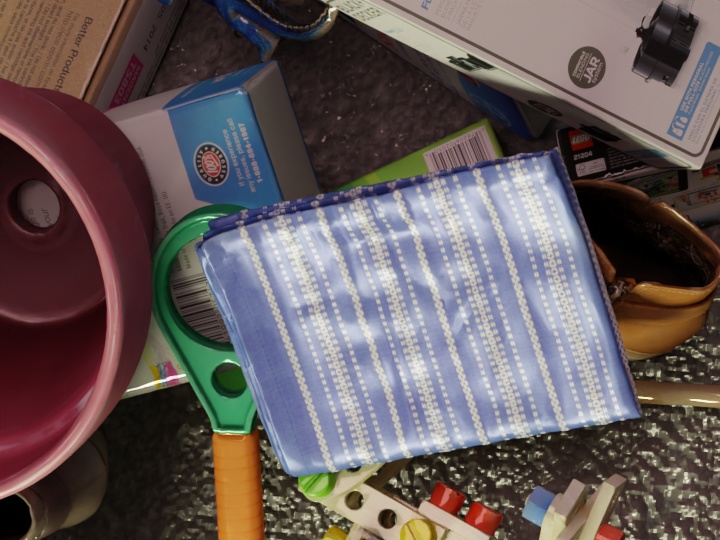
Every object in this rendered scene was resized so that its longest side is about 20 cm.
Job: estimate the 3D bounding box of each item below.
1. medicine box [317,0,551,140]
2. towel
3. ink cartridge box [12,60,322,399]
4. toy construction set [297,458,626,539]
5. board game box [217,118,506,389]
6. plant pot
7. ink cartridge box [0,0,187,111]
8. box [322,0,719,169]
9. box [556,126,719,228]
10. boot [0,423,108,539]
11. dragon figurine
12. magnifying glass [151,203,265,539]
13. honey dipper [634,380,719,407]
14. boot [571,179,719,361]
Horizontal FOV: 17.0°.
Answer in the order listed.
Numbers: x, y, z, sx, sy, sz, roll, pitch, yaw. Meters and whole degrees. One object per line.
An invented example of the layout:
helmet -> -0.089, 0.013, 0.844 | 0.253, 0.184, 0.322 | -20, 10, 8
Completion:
medicine box -> 0.030, -0.189, 1.311 | 0.199, 0.182, 0.103 | 35, 84, 23
towel -> 0.026, 0.025, 1.185 | 0.199, 0.024, 0.146 | -12, 108, 25
ink cartridge box -> -0.122, -0.014, 1.296 | 0.198, 0.085, 0.146 | -15, 103, 15
toy construction set -> 0.049, 0.120, 1.257 | 0.199, 0.092, 0.132 | 27, 89, 31
board game box -> 0.000, 0.000, 1.344 | 0.199, 0.030, 0.096 | -24, 68, 6
plant pot -> -0.184, -0.008, 1.171 | 0.198, 0.179, 0.202 | 3, 106, 11
ink cartridge box -> -0.206, -0.136, 1.422 | 0.164, 0.075, 0.201 | 20, 79, 20
box -> 0.093, -0.141, 1.165 | 0.199, 0.060, 0.117 | 27, 87, -12
box -> 0.210, -0.065, 1.259 | 0.198, 0.110, 0.035 | -14, 69, 11
boot -> -0.222, 0.110, 1.233 | 0.198, 0.146, 0.071 | -11, 101, 14
dragon figurine -> -0.080, -0.163, 1.302 | 0.059, 0.099, 0.200 | -56, 26, 8
magnifying glass -> -0.067, 0.063, 1.255 | 0.079, 0.022, 0.202 | 1, 111, 11
honey dipper -> 0.166, 0.063, 1.273 | 0.198, 0.038, 0.038 | 4, 74, 21
boot -> 0.084, -0.009, 1.223 | 0.199, 0.155, 0.077 | 25, 76, 0
